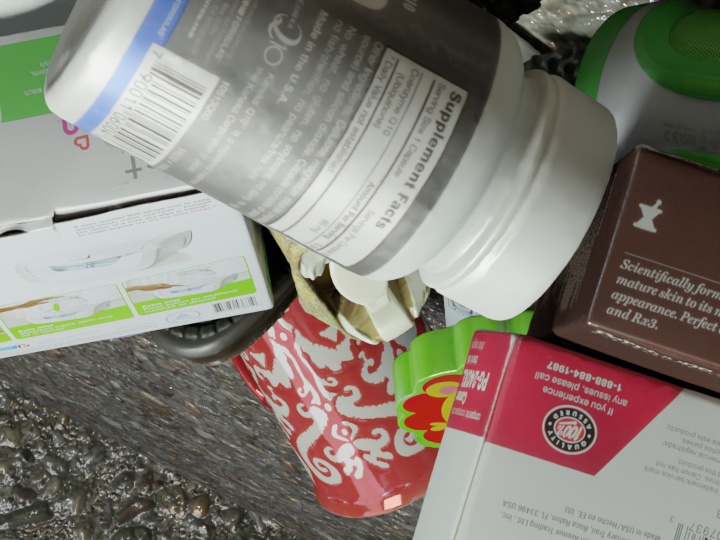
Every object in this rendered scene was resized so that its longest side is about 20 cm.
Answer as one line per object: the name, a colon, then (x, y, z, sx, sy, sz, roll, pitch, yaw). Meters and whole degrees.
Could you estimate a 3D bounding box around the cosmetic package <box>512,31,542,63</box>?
cosmetic package: (0.041, -0.073, 1.003, 0.199, 0.085, 0.107, 34, 165, -26)

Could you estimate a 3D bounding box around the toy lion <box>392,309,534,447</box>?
toy lion: (0.123, 0.067, 1.155, 0.190, 0.069, 0.200, -20, 150, 26)

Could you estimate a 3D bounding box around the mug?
mug: (-0.037, 0.053, 1.361, 0.176, 0.134, 0.201, -16, 122, 26)

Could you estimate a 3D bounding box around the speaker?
speaker: (0.184, -0.057, 0.806, 0.199, 0.089, 0.088, 15, 161, 40)

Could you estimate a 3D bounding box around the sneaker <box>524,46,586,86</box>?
sneaker: (0.155, -0.033, 0.961, 0.198, 0.071, 0.094, 23, 160, 5)

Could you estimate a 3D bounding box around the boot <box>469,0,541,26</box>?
boot: (-0.027, -0.170, 0.812, 0.210, 0.080, 0.158, 20, 163, 25)

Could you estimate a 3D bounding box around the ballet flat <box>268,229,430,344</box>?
ballet flat: (0.000, 0.000, 1.017, 0.070, 0.071, 0.200, 21, 164, 24)

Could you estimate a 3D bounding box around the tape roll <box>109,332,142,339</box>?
tape roll: (-0.163, -0.061, 1.156, 0.199, 0.200, 0.085, 26, 132, 6)

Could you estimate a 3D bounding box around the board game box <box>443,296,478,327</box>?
board game box: (0.152, 0.065, 1.349, 0.199, 0.044, 0.199, 25, 165, 10)

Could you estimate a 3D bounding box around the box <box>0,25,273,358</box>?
box: (-0.151, -0.031, 0.958, 0.198, 0.098, 0.177, -10, 160, 1)

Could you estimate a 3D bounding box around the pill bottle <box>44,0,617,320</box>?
pill bottle: (-0.009, -0.066, 0.773, 0.199, 0.115, 0.114, 27, 166, -16)

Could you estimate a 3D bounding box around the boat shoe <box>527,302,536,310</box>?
boat shoe: (0.092, -0.007, 1.161, 0.071, 0.071, 0.201, 7, 159, 39)

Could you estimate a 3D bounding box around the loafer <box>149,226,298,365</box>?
loafer: (-0.041, -0.017, 1.097, 0.073, 0.200, 0.072, 23, 146, 23)

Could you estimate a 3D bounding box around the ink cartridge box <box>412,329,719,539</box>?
ink cartridge box: (0.091, 0.142, 0.847, 0.144, 0.202, 0.083, 18, 177, -10)

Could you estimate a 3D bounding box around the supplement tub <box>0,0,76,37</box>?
supplement tub: (-0.162, -0.144, 1.002, 0.144, 0.146, 0.200, 24, 165, 12)

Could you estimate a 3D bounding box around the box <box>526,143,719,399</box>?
box: (0.132, 0.008, 0.814, 0.099, 0.076, 0.200, 18, 174, 0)
